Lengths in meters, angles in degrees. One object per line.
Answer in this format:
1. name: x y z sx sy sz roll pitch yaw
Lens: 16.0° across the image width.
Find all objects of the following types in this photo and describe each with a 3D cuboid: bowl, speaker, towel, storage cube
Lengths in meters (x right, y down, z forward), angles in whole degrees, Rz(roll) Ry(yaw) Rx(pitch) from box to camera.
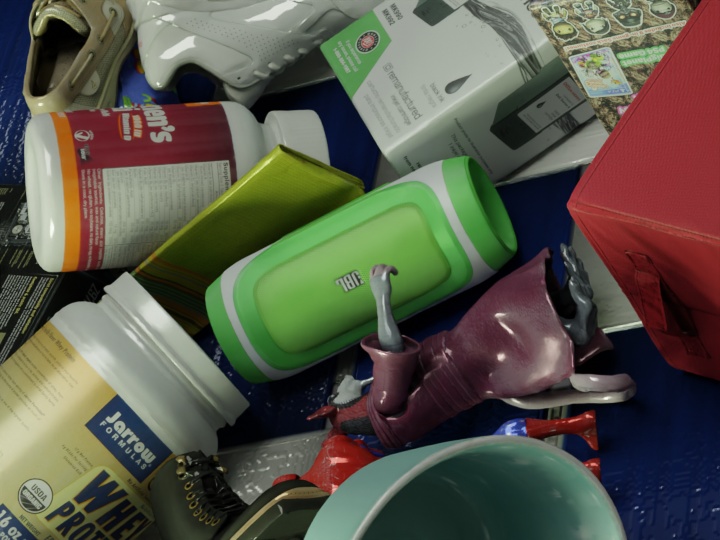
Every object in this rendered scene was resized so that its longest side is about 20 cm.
1. bowl: 0.042 0.180 1.431 0.201 0.201 0.105 -51 30 -13
2. speaker: 0.000 0.000 1.694 0.199 0.089 0.089 -27 42 15
3. towel: -0.092 -0.011 1.731 0.200 0.086 0.018 -39 51 28
4. storage cube: 0.260 -0.034 1.468 0.179 0.171 0.200 16 64 42

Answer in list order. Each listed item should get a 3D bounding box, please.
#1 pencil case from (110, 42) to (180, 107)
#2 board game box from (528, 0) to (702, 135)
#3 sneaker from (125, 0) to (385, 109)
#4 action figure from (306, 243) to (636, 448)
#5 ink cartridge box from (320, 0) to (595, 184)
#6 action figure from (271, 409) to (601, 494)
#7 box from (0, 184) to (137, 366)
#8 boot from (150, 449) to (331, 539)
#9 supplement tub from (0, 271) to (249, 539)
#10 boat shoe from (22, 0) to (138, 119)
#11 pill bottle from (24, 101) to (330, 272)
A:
1. pencil case: -0.181 -0.147 1.961 0.078 0.087 0.200 -29 43 11
2. board game box: 0.201 -0.167 1.607 0.096 0.200 0.160 -8 50 29
3. sneaker: -0.071 -0.168 1.901 0.199 0.078 0.100 -5 85 1
4. action figure: 0.062 0.067 1.599 0.199 0.134 0.149 -32 70 9
5. ink cartridge box: 0.092 -0.150 1.763 0.200 0.084 0.146 -35 41 4
6. action figure: 0.048 0.141 1.558 0.199 0.099 0.065 -4 44 5
7. box: -0.258 0.041 1.847 0.163 0.086 0.201 2 55 38
8. boot: -0.082 0.146 1.543 0.200 0.077 0.139 -54 42 44
9. supplement tub: -0.185 0.112 1.684 0.200 0.145 0.144 -44 41 -5
10. boat shoe: -0.210 -0.177 1.894 0.072 0.065 0.201 -9 47 19
11. pill bottle: -0.126 -0.060 1.763 0.199 0.110 0.110 -5 40 -14
